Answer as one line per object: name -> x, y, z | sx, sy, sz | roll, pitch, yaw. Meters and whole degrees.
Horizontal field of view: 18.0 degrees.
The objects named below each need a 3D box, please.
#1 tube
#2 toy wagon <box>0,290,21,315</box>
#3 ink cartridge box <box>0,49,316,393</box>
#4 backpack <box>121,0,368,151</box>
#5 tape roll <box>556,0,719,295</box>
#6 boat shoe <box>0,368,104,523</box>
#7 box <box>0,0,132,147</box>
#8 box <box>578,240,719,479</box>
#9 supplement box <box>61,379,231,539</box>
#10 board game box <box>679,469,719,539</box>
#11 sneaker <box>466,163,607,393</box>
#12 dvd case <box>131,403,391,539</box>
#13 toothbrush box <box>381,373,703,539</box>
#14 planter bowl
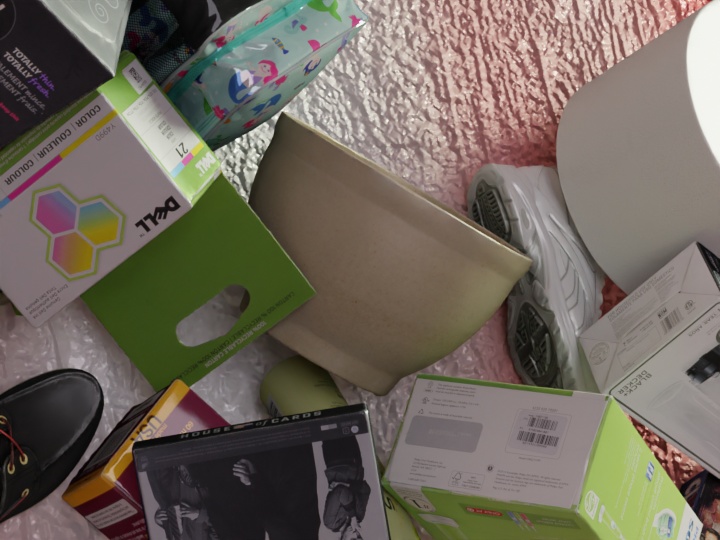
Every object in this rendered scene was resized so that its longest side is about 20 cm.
tube -> -0.002, 0.140, 1.512 | 0.058, 0.052, 0.200 | -6, 44, -31
toy wagon -> -0.254, -0.043, 1.516 | 0.199, 0.040, 0.156 | -22, 86, -26
ink cartridge box -> -0.147, -0.014, 1.447 | 0.200, 0.147, 0.076 | 51, 23, -7
backpack -> -0.106, -0.163, 1.521 | 0.177, 0.199, 0.151 | -36, 96, -42
tape roll -> 0.259, -0.080, 1.653 | 0.202, 0.139, 0.204 | 21, 55, -33
boat shoe -> -0.241, 0.129, 1.467 | 0.201, 0.063, 0.074 | -37, 89, -27
box -> -0.253, -0.143, 1.390 | 0.122, 0.199, 0.107 | 45, 32, -31
box -> 0.263, 0.077, 1.619 | 0.199, 0.117, 0.060 | 33, 25, -35
supplement box -> -0.086, 0.175, 1.491 | 0.200, 0.110, 0.086 | 42, 67, -8
board game box -> 0.301, 0.251, 1.642 | 0.200, 0.035, 0.136 | 42, 36, -8
sneaker -> 0.153, 0.010, 1.654 | 0.099, 0.078, 0.202 | -12, 82, -28
dvd case -> -0.052, 0.193, 1.414 | 0.149, 0.025, 0.202 | -9, 101, 1
toothbrush box -> 0.125, 0.156, 1.513 | 0.200, 0.145, 0.087 | 51, 52, -49
planter bowl -> 0.000, 0.000, 1.542 | 0.199, 0.200, 0.135 | 29, 93, -13
